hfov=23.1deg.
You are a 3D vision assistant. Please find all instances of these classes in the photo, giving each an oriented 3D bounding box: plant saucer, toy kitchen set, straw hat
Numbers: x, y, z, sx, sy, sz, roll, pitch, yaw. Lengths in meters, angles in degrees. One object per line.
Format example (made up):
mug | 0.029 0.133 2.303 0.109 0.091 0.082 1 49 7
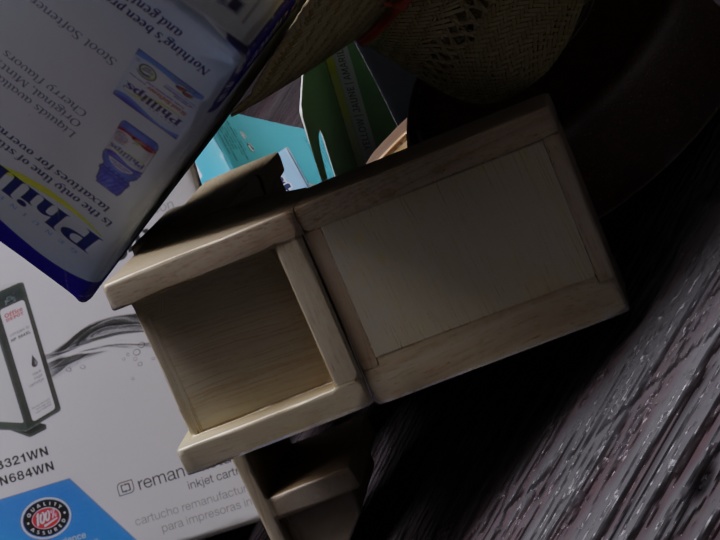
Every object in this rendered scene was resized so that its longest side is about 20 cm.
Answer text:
plant saucer | 0.088 -0.098 0.753 0.200 0.034 0.200 -36 31 26
toy kitchen set | 0.023 0.025 0.731 0.180 0.163 0.200 -21 11 11
straw hat | 0.042 -0.110 0.654 0.201 0.085 0.201 -52 5 6

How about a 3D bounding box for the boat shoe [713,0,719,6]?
boat shoe | 0.186 -0.160 0.577 0.200 0.072 0.066 -44 10 20

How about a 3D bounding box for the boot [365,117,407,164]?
boot | 0.000 0.000 0.942 0.200 0.074 0.075 -50 22 22

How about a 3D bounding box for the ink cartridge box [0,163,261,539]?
ink cartridge box | -0.128 0.039 0.850 0.146 0.200 0.084 -18 -4 -3

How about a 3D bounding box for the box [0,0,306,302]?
box | -0.076 -0.118 0.694 0.184 0.105 0.200 -57 7 -35

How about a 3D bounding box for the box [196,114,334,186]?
box | -0.068 -0.051 1.098 0.082 0.049 0.200 -34 -16 21

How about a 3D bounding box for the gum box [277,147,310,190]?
gum box | -0.110 0.013 1.051 0.200 0.045 0.170 -28 -14 0

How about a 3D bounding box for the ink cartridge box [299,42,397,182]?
ink cartridge box | 0.001 -0.109 1.079 0.048 0.146 0.200 -11 43 7

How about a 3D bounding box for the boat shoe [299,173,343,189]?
boat shoe | -0.020 -0.013 0.884 0.200 0.065 0.073 -28 65 33

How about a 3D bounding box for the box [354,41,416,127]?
box | 0.041 -0.175 1.019 0.079 0.141 0.200 -24 24 19
